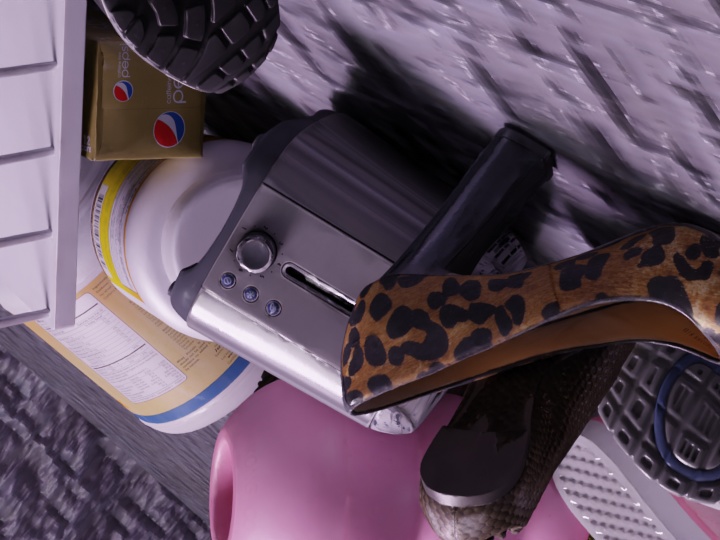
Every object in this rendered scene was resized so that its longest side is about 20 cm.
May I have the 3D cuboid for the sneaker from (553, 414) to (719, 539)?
[{"bbox_3d":[0.188,0.141,1.167,0.201,0.104,0.075,54,142,14],"label":"sneaker"}]

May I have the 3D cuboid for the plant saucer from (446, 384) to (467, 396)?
[{"bbox_3d":[0.042,0.045,1.314,0.200,0.037,0.200,44,-179,-1],"label":"plant saucer"}]

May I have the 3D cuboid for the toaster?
[{"bbox_3d":[0.000,0.000,1.135,0.129,0.114,0.200,33,-170,5],"label":"toaster"}]

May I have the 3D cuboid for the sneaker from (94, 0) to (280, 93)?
[{"bbox_3d":[-0.111,-0.163,1.014,0.200,0.076,0.088,48,176,-24],"label":"sneaker"}]

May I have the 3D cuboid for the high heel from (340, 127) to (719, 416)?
[{"bbox_3d":[0.094,0.041,0.986,0.200,0.143,0.071,31,164,27],"label":"high heel"}]

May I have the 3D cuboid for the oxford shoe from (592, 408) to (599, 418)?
[{"bbox_3d":[0.168,0.110,1.268,0.200,0.058,0.075,41,166,-28],"label":"oxford shoe"}]

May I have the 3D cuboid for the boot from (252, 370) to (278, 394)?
[{"bbox_3d":[0.020,0.091,1.415,0.158,0.079,0.211,44,-152,-19],"label":"boot"}]

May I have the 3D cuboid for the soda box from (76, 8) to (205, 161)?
[{"bbox_3d":[-0.160,-0.107,1.297,0.067,0.064,0.200,-4,-166,-33],"label":"soda box"}]

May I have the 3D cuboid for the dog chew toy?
[{"bbox_3d":[0.027,0.115,1.202,0.199,0.125,0.124,2,177,-15],"label":"dog chew toy"}]

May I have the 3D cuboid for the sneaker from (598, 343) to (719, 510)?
[{"bbox_3d":[0.186,0.091,1.109,0.200,0.075,0.087,38,179,8],"label":"sneaker"}]

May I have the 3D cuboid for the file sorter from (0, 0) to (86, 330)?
[{"bbox_3d":[-0.228,-0.078,1.228,0.139,0.124,0.201,36,128,47],"label":"file sorter"}]

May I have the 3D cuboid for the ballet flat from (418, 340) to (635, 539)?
[{"bbox_3d":[0.077,0.059,1.037,0.067,0.200,0.047,3,122,23],"label":"ballet flat"}]

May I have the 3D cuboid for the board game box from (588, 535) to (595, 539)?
[{"bbox_3d":[0.084,0.244,1.360,0.200,0.199,0.200,60,174,1],"label":"board game box"}]

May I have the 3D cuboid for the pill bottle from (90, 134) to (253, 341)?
[{"bbox_3d":[-0.084,-0.020,1.322,0.109,0.109,0.200,39,175,-15],"label":"pill bottle"}]

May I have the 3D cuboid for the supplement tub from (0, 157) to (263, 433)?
[{"bbox_3d":[-0.151,-0.004,1.544,0.200,0.145,0.144,43,167,-29],"label":"supplement tub"}]
